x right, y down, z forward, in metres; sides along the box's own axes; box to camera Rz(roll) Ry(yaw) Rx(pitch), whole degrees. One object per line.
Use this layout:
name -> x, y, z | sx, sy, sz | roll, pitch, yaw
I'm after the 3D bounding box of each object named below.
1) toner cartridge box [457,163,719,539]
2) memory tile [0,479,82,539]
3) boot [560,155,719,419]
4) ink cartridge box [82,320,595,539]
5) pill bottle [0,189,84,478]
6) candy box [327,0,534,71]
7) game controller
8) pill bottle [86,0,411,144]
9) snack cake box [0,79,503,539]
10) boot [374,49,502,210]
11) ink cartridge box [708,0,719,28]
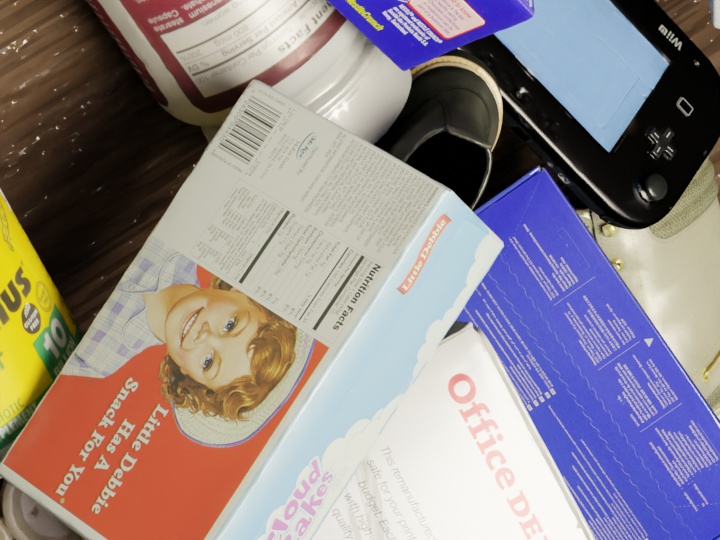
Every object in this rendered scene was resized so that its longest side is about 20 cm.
toner cartridge box -> 0.107, 0.056, 1.369 | 0.095, 0.043, 0.201 | -34, 91, 6
memory tile -> -0.097, 0.139, 1.293 | 0.199, 0.017, 0.154 | -29, 95, -6
boot -> 0.123, 0.037, 1.430 | 0.200, 0.072, 0.155 | -34, 117, -22
ink cartridge box -> -0.006, 0.132, 1.254 | 0.199, 0.084, 0.146 | -29, 94, -5
pill bottle -> -0.202, -0.011, 1.178 | 0.113, 0.113, 0.201 | -37, 120, -20
candy box -> 0.002, -0.217, 1.197 | 0.169, 0.077, 0.201 | 39, 41, -47
game controller -> 0.095, -0.115, 1.355 | 0.200, 0.042, 0.104 | 44, 71, -16
pill bottle -> -0.065, -0.138, 1.232 | 0.114, 0.114, 0.200 | -44, 122, -16
snack cake box -> -0.045, 0.036, 1.162 | 0.201, 0.115, 0.067 | -56, 149, -4
boot -> 0.000, 0.000, 1.276 | 0.077, 0.138, 0.201 | 23, 105, -6
ink cartridge box -> 0.174, -0.215, 1.317 | 0.040, 0.200, 0.201 | -4, 137, 4
